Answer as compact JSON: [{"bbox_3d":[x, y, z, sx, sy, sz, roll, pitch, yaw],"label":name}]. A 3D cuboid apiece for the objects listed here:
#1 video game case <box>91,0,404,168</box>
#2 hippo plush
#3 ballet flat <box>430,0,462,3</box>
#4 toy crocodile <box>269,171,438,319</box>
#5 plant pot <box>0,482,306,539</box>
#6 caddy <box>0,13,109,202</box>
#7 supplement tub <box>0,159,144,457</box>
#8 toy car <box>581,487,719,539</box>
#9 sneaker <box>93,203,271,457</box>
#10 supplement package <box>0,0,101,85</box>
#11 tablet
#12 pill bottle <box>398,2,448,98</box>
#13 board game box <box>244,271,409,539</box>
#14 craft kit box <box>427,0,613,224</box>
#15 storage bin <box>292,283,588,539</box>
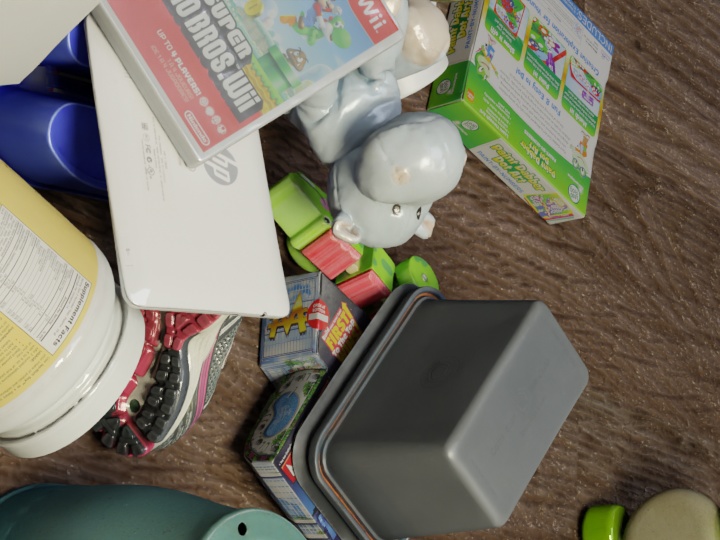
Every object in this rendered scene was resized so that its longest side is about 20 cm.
[{"bbox_3d":[-0.076,-0.171,1.342,0.200,0.017,0.143,-35,96,-36],"label":"video game case"},{"bbox_3d":[-0.013,-0.097,1.469,0.159,0.200,0.161,3,59,-40],"label":"hippo plush"},{"bbox_3d":[0.005,-0.262,1.512,0.200,0.071,0.071,33,53,-15],"label":"ballet flat"},{"bbox_3d":[0.000,0.000,1.578,0.200,0.068,0.062,46,29,-26],"label":"toy crocodile"},{"bbox_3d":[-0.128,0.224,1.274,0.200,0.188,0.200,17,68,-49],"label":"plant pot"},{"bbox_3d":[-0.166,-0.118,1.387,0.200,0.105,0.141,12,89,-42],"label":"caddy"},{"bbox_3d":[-0.239,0.008,1.226,0.200,0.145,0.145,45,48,-35],"label":"supplement tub"},{"bbox_3d":[0.311,0.294,1.848,0.200,0.164,0.158,36,54,-53],"label":"toy car"},{"bbox_3d":[-0.117,0.030,1.387,0.200,0.081,0.075,-62,160,12],"label":"sneaker"},{"bbox_3d":[-0.261,-0.220,1.233,0.121,0.120,0.200,-14,71,-53],"label":"supplement package"},{"bbox_3d":[-0.110,-0.067,1.307,0.130,0.014,0.200,6,67,-42],"label":"tablet"},{"bbox_3d":[-0.010,-0.233,1.609,0.112,0.112,0.200,-48,118,-46],"label":"pill bottle"},{"bbox_3d":[-0.021,0.111,1.544,0.200,0.062,0.200,56,43,-25],"label":"board game box"},{"bbox_3d":[0.150,-0.176,1.855,0.200,0.049,0.198,40,49,-39],"label":"craft kit box"},{"bbox_3d":[0.072,0.113,1.486,0.146,0.134,0.200,55,51,-26],"label":"storage bin"}]
